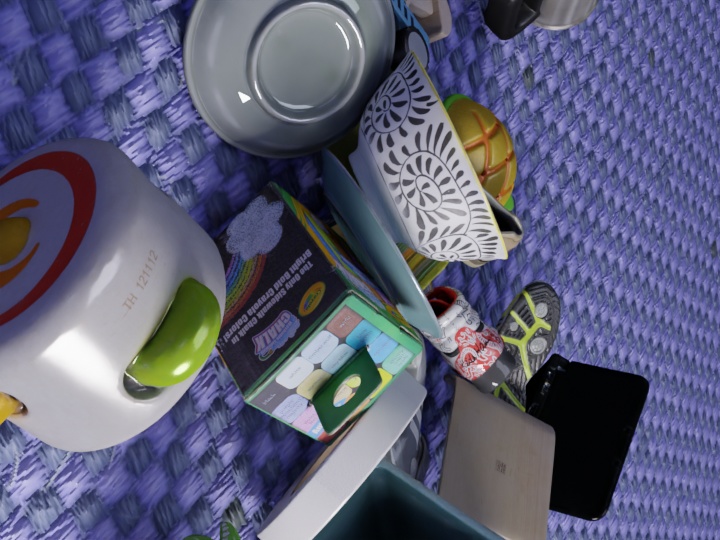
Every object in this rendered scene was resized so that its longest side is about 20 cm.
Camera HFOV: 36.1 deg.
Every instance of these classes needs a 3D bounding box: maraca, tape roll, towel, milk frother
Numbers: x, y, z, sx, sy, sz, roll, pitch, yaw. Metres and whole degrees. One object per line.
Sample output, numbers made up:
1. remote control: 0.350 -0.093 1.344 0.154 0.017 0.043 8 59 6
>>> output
1. maraca: 0.127 -0.109 1.237 0.200 0.105 0.139 48 54 -46
2. tape roll: -0.016 0.173 1.003 0.037 0.203 0.203 41 48 2
3. towel: 0.020 -0.074 1.105 0.202 0.018 0.086 59 36 -10
4. milk frother: 0.197 -0.399 1.306 0.188 0.178 0.203 79 -13 -80

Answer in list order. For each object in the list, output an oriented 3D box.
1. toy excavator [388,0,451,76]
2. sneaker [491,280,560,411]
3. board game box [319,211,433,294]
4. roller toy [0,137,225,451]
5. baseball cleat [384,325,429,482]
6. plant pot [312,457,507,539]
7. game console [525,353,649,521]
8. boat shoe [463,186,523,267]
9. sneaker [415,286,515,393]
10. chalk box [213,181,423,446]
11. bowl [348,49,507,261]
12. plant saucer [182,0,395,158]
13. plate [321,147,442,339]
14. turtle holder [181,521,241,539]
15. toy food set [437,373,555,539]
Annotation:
1. toy excavator: 0.028 -0.259 1.111 0.194 0.099 0.203 45 43 -39
2. sneaker: 0.173 0.102 1.313 0.074 0.076 0.203 19 101 -16
3. board game box: 0.000 0.000 1.130 0.199 0.034 0.138 -34 119 -48
4. roller toy: -0.197 0.013 0.740 0.140 0.198 0.184 47 21 -44
5. baseball cleat: 0.040 0.157 1.177 0.106 0.069 0.204 8 97 -59
6. plant pot: 0.037 0.346 1.063 0.196 0.195 0.202 -46 148 -27
7. game console: 0.238 0.216 1.337 0.202 0.115 0.177 -60 179 -32
8. boat shoe: 0.087 -0.081 1.120 0.199 0.068 0.076 36 49 -32
9. sneaker: 0.103 0.062 1.209 0.067 0.201 0.108 -42 98 1
10. chalk box: -0.041 0.050 0.916 0.125 0.201 0.124 -43 140 8
11. bowl: 0.048 -0.083 0.987 0.203 0.093 0.201 64 5 -10
12. plant saucer: -0.052 -0.184 0.948 0.197 0.050 0.203 -13 122 -20
13. plate: 0.011 -0.018 0.994 0.025 0.201 0.202 -31 126 -4
14. turtle holder: -0.129 0.306 0.865 0.130 0.141 0.187 -16 68 -35
15. toy food set: 0.136 0.225 1.212 0.142 0.060 0.202 29 49 -18
